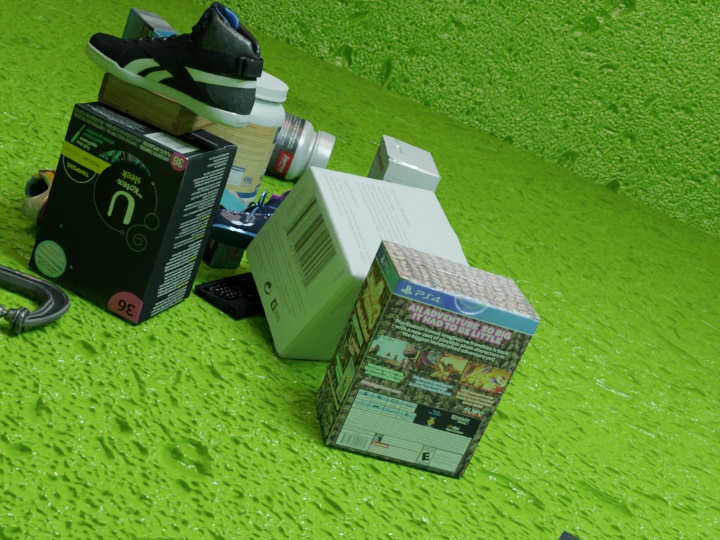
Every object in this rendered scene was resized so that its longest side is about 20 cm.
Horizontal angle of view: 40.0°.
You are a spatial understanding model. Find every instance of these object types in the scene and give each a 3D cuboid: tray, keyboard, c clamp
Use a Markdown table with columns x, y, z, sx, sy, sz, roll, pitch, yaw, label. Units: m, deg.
| x | y | z | sx | sy | sz | roll | pitch | yaw | label |
| --- | --- | --- | --- | --- | --- | --- | --- | --- | --- |
| -0.210 | -0.200 | 1.143 | 0.098 | 0.037 | 0.200 | 24 | 19 | 7 | tray |
| -0.116 | 0.018 | 1.276 | 0.104 | 0.040 | 0.200 | 30 | 21 | 20 | keyboard |
| -0.394 | 0.020 | 0.983 | 0.200 | 0.027 | 0.171 | 18 | 15 | -10 | c clamp |

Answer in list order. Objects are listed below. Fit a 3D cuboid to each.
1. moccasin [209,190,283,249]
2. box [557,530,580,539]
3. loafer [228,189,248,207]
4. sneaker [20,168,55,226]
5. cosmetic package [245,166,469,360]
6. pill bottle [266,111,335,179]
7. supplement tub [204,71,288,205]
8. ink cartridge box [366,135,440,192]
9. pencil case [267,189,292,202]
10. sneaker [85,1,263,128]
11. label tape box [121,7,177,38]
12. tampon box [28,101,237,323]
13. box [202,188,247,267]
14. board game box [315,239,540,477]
| x | y | z | sx | sy | sz | roll | pitch | yaw | label |
| --- | --- | --- | --- | --- | --- | --- | --- | --- | --- |
| -0.116 | -0.060 | 1.278 | 0.200 | 0.068 | 0.080 | 12 | -13 | -43 | moccasin |
| 0.210 | 0.317 | 0.841 | 0.160 | 0.044 | 0.200 | 29 | 20 | 18 | box |
| -0.213 | -0.101 | 1.447 | 0.200 | 0.063 | 0.072 | 32 | 20 | 25 | loafer |
| -0.375 | -0.107 | 1.262 | 0.090 | 0.075 | 0.200 | 20 | 18 | -16 | sneaker |
| 0.000 | 0.000 | 1.194 | 0.200 | 0.165 | 0.165 | 9 | 47 | -38 | cosmetic package |
| -0.154 | -0.232 | 1.787 | 0.200 | 0.114 | 0.114 | 20 | 19 | -9 | pill bottle |
| -0.203 | -0.214 | 1.548 | 0.144 | 0.200 | 0.145 | 21 | 19 | -8 | supplement tub |
| 0.039 | -0.081 | 1.470 | 0.086 | 0.200 | 0.147 | 20 | 20 | -9 | ink cartridge box |
| -0.056 | -0.091 | 1.566 | 0.092 | 0.085 | 0.200 | 47 | 26 | 17 | pencil case |
| -0.188 | -0.239 | 1.044 | 0.200 | 0.112 | 0.073 | 26 | 18 | 11 | sneaker |
| -0.411 | -0.411 | 1.923 | 0.066 | 0.144 | 0.200 | 8 | 24 | -36 | label tape box |
| -0.253 | -0.071 | 1.110 | 0.150 | 0.200 | 0.126 | 25 | 19 | 12 | tampon box |
| -0.225 | -0.088 | 1.368 | 0.049 | 0.082 | 0.200 | 4 | 27 | -45 | box |
| 0.064 | 0.093 | 1.033 | 0.159 | 0.200 | 0.097 | 17 | 20 | -18 | board game box |
